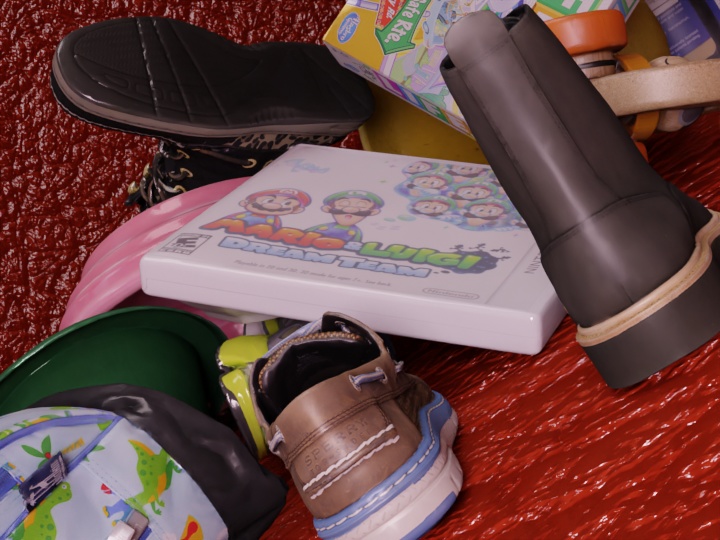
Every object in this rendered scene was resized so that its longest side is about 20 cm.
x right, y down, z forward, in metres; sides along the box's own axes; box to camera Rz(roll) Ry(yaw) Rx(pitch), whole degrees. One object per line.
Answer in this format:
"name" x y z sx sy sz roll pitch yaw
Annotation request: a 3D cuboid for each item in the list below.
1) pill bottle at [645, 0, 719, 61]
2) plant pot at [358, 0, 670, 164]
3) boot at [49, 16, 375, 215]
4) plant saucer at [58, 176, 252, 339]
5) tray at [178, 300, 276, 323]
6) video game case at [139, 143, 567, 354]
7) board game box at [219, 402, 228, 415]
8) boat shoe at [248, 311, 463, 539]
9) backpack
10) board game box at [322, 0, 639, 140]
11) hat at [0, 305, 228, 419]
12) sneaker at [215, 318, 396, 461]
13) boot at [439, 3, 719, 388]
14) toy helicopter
"pill bottle" 0.190 -0.221 1.132 0.111 0.201 0.112 -33 6 4
"plant pot" 0.109 -0.122 0.992 0.141 0.202 0.199 -6 -13 -37
"boot" -0.107 -0.068 0.922 0.202 0.074 0.154 -1 -32 -39
"plant saucer" -0.087 0.003 0.952 0.199 0.051 0.201 -19 -20 -7
"tray" 0.000 0.000 0.852 0.198 0.022 0.107 -12 7 -22
"video game case" 0.020 -0.018 0.792 0.198 0.024 0.182 8 25 21
"board game box" -0.084 0.079 1.091 0.199 0.026 0.200 -30 7 30
"boat shoe" -0.004 0.054 0.635 0.072 0.073 0.200 -34 6 -4
"backpack" -0.146 0.131 0.581 0.163 0.154 0.201 -20 33 50
"board game box" 0.089 -0.172 0.865 0.201 0.134 0.034 -57 -25 -5
"hat" -0.102 0.132 0.808 0.166 0.176 0.199 -49 -32 12
"sneaker" -0.019 0.050 0.849 0.080 0.075 0.200 -15 9 6
"boot" 0.085 -0.047 0.630 0.077 0.139 0.200 -33 6 6
"toy helicopter" 0.155 -0.087 0.798 0.131 0.080 0.200 -11 0 8
